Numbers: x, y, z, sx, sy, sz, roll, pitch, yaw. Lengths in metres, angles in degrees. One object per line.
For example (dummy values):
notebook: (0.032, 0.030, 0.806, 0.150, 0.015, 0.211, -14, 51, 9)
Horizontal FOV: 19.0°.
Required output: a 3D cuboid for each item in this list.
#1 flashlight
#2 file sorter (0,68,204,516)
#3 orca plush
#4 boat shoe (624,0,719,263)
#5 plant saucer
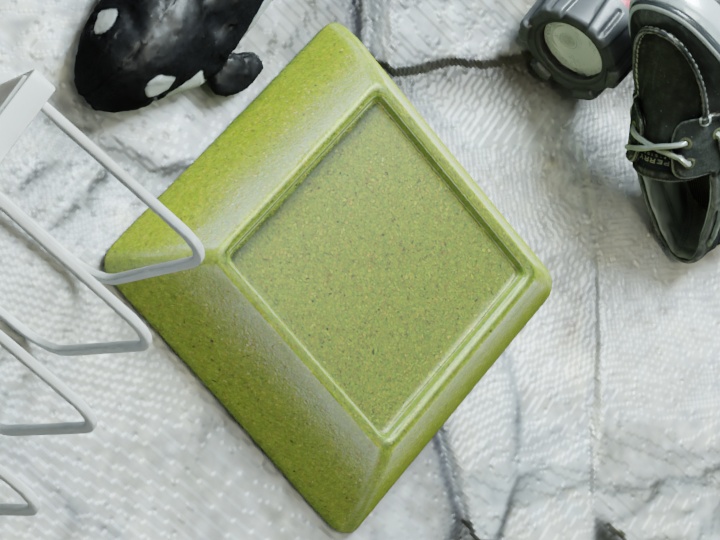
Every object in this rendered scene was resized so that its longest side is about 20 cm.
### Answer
flashlight: (0.170, -0.184, 1.239, 0.200, 0.068, 0.068, -49, 127, -31)
file sorter: (-0.183, 0.034, 0.960, 0.124, 0.139, 0.200, 42, 65, -22)
orca plush: (-0.058, -0.150, 1.094, 0.200, 0.071, 0.105, -27, 97, -30)
boat shoe: (0.182, -0.075, 1.183, 0.071, 0.072, 0.200, -51, 140, -21)
plant saucer: (0.000, 0.000, 1.121, 0.200, 0.048, 0.200, 49, 63, -15)
